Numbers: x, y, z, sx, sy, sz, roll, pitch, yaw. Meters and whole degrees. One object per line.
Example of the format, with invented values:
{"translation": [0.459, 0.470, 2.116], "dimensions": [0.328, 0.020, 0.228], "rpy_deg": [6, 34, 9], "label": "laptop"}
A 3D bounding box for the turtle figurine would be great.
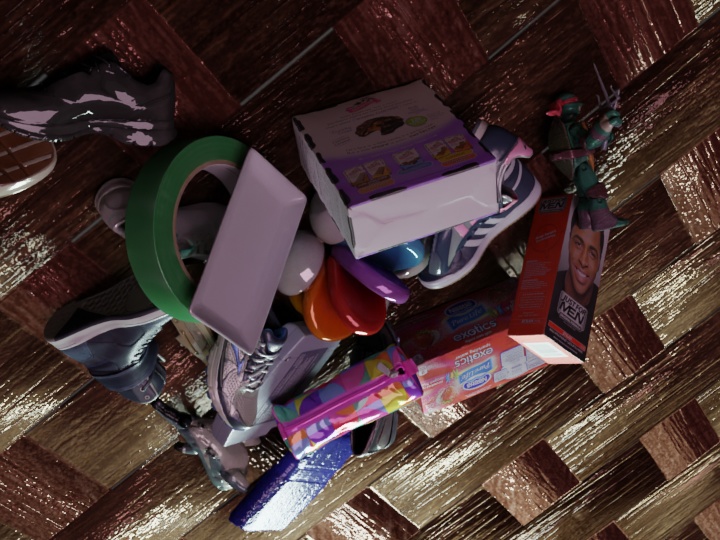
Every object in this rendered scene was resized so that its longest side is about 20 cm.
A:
{"translation": [0.285, -0.152, 1.275], "dimensions": [0.100, 0.150, 0.202], "rpy_deg": [-10, 97, 16], "label": "turtle figurine"}

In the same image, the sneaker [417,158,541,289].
{"translation": [0.131, -0.073, 1.285], "dimensions": [0.200, 0.070, 0.109], "rpy_deg": [-44, 135, 1], "label": "sneaker"}

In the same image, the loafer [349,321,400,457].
{"translation": [0.015, 0.163, 1.382], "dimensions": [0.063, 0.072, 0.202], "rpy_deg": [-28, 125, -46], "label": "loafer"}

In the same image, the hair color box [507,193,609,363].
{"translation": [0.263, 0.011, 1.339], "dimensions": [0.101, 0.061, 0.201], "rpy_deg": [32, 64, -39], "label": "hair color box"}

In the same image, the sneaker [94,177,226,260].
{"translation": [-0.201, -0.037, 1.150], "dimensions": [0.199, 0.089, 0.076], "rpy_deg": [15, 116, -33], "label": "sneaker"}

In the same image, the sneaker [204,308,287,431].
{"translation": [-0.132, 0.094, 1.209], "dimensions": [0.077, 0.085, 0.202], "rpy_deg": [-15, 105, -65], "label": "sneaker"}

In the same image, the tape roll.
{"translation": [-0.164, -0.044, 1.108], "dimensions": [0.200, 0.048, 0.202], "rpy_deg": [3, 86, -53], "label": "tape roll"}

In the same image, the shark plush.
{"translation": [-0.215, 0.242, 1.370], "dimensions": [0.083, 0.091, 0.200], "rpy_deg": [-16, 145, 29], "label": "shark plush"}

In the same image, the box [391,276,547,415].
{"translation": [0.152, 0.103, 1.410], "dimensions": [0.199, 0.096, 0.100], "rpy_deg": [-21, 129, -9], "label": "box"}

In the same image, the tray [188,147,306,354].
{"translation": [-0.124, -0.021, 1.103], "dimensions": [0.107, 0.022, 0.201], "rpy_deg": [42, 57, -45], "label": "tray"}

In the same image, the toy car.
{"translation": [0.000, 0.000, 1.228], "dimensions": [0.174, 0.150, 0.200], "rpy_deg": [29, 109, -37], "label": "toy car"}

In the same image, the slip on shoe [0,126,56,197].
{"translation": [-0.408, -0.092, 1.037], "dimensions": [0.199, 0.076, 0.061], "rpy_deg": [-24, 171, -17], "label": "slip on shoe"}

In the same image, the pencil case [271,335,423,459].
{"translation": [-0.015, 0.166, 1.311], "dimensions": [0.199, 0.089, 0.089], "rpy_deg": [-29, 131, 3], "label": "pencil case"}

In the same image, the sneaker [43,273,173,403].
{"translation": [-0.247, 0.080, 1.193], "dimensions": [0.201, 0.077, 0.146], "rpy_deg": [-18, 130, 25], "label": "sneaker"}

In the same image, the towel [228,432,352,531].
{"translation": [-0.088, 0.281, 1.434], "dimensions": [0.200, 0.050, 0.148], "rpy_deg": [-49, 152, 6], "label": "towel"}

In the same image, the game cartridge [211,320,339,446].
{"translation": [-0.109, 0.141, 1.318], "dimensions": [0.200, 0.041, 0.133], "rpy_deg": [-54, 161, 20], "label": "game cartridge"}

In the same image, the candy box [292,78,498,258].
{"translation": [0.034, -0.118, 1.122], "dimensions": [0.167, 0.200, 0.072], "rpy_deg": [-18, 130, -11], "label": "candy box"}

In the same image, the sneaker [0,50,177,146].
{"translation": [-0.281, -0.178, 1.030], "dimensions": [0.199, 0.076, 0.091], "rpy_deg": [-3, 116, -31], "label": "sneaker"}

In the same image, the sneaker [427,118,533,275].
{"translation": [0.139, -0.073, 1.205], "dimensions": [0.081, 0.070, 0.201], "rpy_deg": [20, 117, 4], "label": "sneaker"}

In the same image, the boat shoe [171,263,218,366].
{"translation": [-0.194, 0.068, 1.254], "dimensions": [0.064, 0.072, 0.201], "rpy_deg": [1, 138, 23], "label": "boat shoe"}
